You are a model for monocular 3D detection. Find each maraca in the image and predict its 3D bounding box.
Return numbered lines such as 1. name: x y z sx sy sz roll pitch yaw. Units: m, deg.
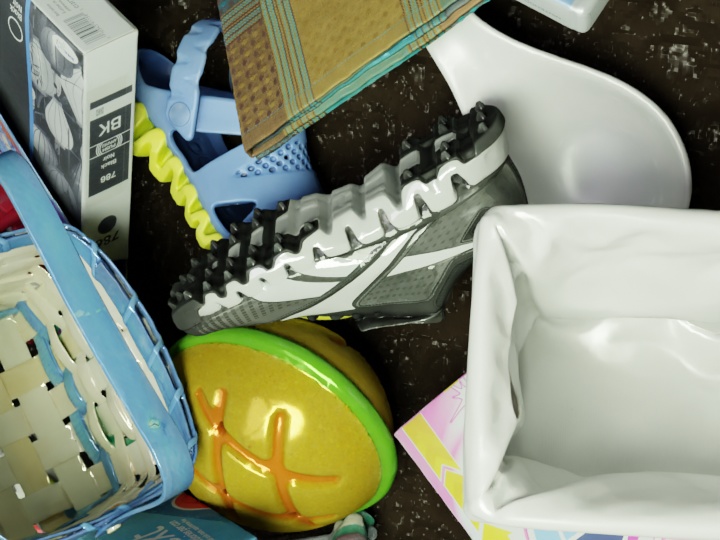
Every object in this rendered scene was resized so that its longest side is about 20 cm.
1. maraca: -0.060 0.088 0.932 0.199 0.107 0.138 -18 116 48

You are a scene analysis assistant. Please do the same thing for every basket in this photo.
1. basket: -0.160 0.051 0.841 0.178 0.138 0.200 62 152 6
2. basket: 0.142 0.052 0.752 0.198 0.123 0.137 3 80 0

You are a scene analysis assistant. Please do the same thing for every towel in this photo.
1. towel: 0.007 -0.160 0.847 0.199 0.022 0.148 -32 52 29

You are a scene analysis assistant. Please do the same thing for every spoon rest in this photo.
1. spoon rest: 0.083 -0.085 0.843 0.099 0.060 0.201 -44 79 28

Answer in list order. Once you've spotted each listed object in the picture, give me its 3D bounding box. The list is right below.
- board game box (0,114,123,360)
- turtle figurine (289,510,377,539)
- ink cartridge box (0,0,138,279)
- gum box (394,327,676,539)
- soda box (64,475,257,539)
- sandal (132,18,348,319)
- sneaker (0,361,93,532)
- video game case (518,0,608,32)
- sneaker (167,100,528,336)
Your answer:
1. board game box: -0.210 -0.014 0.971 0.201 0.039 0.158 58 153 -4
2. turtle figurine: -0.003 0.216 0.912 0.199 0.100 0.152 5 101 46
3. ink cartridge box: -0.166 -0.077 0.930 0.099 0.039 0.201 43 146 27
4. gum box: 0.126 0.123 0.861 0.113 0.066 0.201 -41 81 28
5. soda box: -0.108 0.161 0.903 0.200 0.067 0.065 10 116 67
6. sandal: -0.059 -0.059 0.916 0.200 0.079 0.087 48 114 9
7. sneaker: -0.210 0.131 1.039 0.085 0.077 0.201 -40 81 34
8. video game case: 0.078 -0.229 0.774 0.181 0.023 0.201 31 78 19
9. sneaker: 0.000 0.000 0.844 0.199 0.067 0.091 -26 115 15
